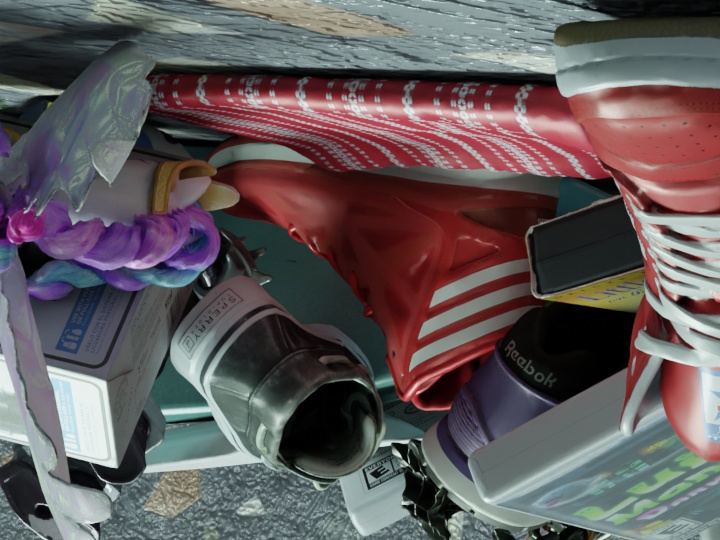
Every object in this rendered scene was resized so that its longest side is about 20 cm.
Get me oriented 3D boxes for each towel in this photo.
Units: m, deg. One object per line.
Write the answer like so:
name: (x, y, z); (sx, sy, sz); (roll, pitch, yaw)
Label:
towel: (0.029, -0.051, 0.768); (0.198, 0.023, 0.144); (5, 177, 32)

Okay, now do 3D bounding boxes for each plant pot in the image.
plant pot: (-0.038, 0.009, 1.085); (0.198, 0.143, 0.141); (-1, 176, 20)

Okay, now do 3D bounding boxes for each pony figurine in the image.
pony figurine: (-0.133, -0.018, 0.713); (0.198, 0.168, 0.193); (10, -160, -11)

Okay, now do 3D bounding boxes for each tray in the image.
tray: (-0.056, 0.089, 1.102); (0.106, 0.022, 0.200); (-1, 173, -27)

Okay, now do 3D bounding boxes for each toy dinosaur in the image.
toy dinosaur: (0.101, 0.111, 1.040); (0.135, 0.202, 0.102); (-24, -153, -33)

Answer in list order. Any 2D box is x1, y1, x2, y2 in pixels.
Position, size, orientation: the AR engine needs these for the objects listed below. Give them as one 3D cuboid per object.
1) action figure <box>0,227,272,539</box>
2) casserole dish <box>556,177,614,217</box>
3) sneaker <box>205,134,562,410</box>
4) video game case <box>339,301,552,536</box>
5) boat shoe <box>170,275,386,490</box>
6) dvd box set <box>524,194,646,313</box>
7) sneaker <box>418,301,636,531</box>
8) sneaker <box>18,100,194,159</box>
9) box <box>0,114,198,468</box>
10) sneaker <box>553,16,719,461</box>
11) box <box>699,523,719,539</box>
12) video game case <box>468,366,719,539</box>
action figure: (-0.106, 0.035, 0.945); (0.069, 0.130, 0.200); (46, -157, -17)
casserole dish: (0.120, -0.010, 1.012); (0.120, 0.039, 0.200); (26, -179, 5)
sneaker: (0.000, 0.000, 0.915); (0.078, 0.117, 0.199); (7, 176, -42)
video game case: (0.072, 0.053, 1.161); (0.199, 0.022, 0.183); (-27, -155, 3)
boat shoe: (-0.025, 0.064, 0.911); (0.071, 0.072, 0.200); (46, -178, 20)
dvd box set: (0.176, -0.011, 0.768); (0.146, 0.030, 0.199); (-20, 162, 39)
sneaker: (0.109, 0.040, 0.856); (0.076, 0.088, 0.199); (39, -152, 19)
sneaker: (-0.135, -0.036, 0.986); (0.082, 0.075, 0.200); (5, 180, -22)
box: (-0.173, -0.005, 0.834); (0.198, 0.117, 0.060); (14, 144, 10)
sneaker: (0.096, -0.004, 0.563); (0.071, 0.114, 0.200); (5, 178, 23)
box: (0.268, 0.060, 1.030); (0.198, 0.173, 0.199); (7, 178, 7)
video game case: (0.161, 0.044, 0.762); (0.199, 0.024, 0.181); (-30, 155, 20)
